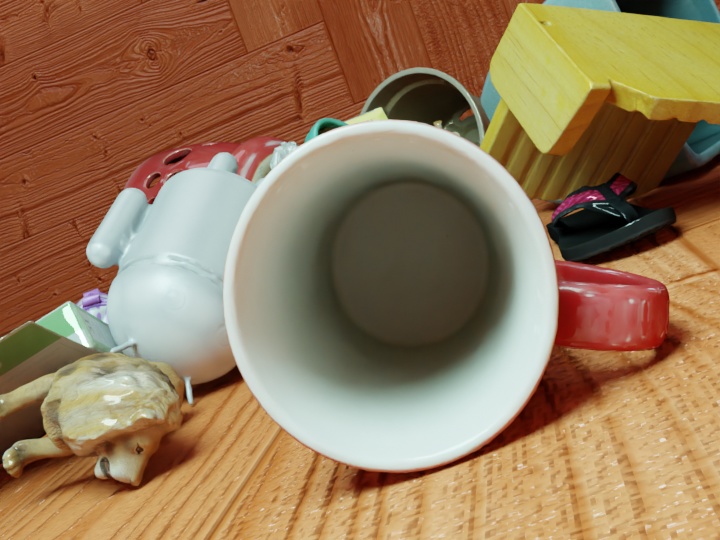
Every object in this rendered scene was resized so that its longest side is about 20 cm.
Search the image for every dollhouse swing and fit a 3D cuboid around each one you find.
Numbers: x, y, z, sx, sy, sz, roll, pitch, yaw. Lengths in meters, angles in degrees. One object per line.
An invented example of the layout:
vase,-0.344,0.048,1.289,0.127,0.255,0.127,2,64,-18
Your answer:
dollhouse swing,0.198,-0.085,0.734,0.197,0.178,0.183,2,36,-17

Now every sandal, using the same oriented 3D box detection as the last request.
sandal,0.167,-0.043,0.722,0.074,0.046,0.200,-20,6,1

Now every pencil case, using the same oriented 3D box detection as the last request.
pencil case,-0.319,0.069,1.220,0.083,0.087,0.200,-24,6,-16

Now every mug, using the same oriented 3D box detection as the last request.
mug,0.037,0.016,0.483,0.134,0.176,0.200,-57,-2,6

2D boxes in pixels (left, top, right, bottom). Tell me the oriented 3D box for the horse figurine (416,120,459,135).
horse figurine,0.095,-0.082,1.037,0.049,0.134,0.200,-17,19,-5

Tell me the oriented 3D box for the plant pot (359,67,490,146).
plant pot,0.123,-0.167,1.366,0.198,0.204,0.182,-17,-4,35

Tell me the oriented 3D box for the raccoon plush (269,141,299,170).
raccoon plush,0.003,-0.071,0.965,0.097,0.199,0.134,-54,12,-8

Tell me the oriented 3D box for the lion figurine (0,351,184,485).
lion figurine,-0.152,0.082,0.632,0.121,0.074,0.200,-17,4,6

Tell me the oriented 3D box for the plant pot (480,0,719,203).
plant pot,0.235,-0.171,0.969,0.195,0.198,0.199,-27,0,-45

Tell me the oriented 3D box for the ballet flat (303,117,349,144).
ballet flat,0.032,-0.059,0.736,0.198,0.071,0.067,29,42,26

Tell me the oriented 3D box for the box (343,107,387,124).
box,0.005,-0.079,1.053,0.074,0.051,0.201,-21,-30,-9

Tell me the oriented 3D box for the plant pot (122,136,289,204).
plant pot,-0.139,-0.047,1.114,0.180,0.204,0.200,-7,13,34

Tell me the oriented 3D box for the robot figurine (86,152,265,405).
robot figurine,-0.123,0.003,0.772,0.113,0.168,0.202,-50,16,48

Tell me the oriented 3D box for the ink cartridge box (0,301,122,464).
ink cartridge box,-0.252,0.076,0.693,0.144,0.048,0.200,-32,-18,-2
